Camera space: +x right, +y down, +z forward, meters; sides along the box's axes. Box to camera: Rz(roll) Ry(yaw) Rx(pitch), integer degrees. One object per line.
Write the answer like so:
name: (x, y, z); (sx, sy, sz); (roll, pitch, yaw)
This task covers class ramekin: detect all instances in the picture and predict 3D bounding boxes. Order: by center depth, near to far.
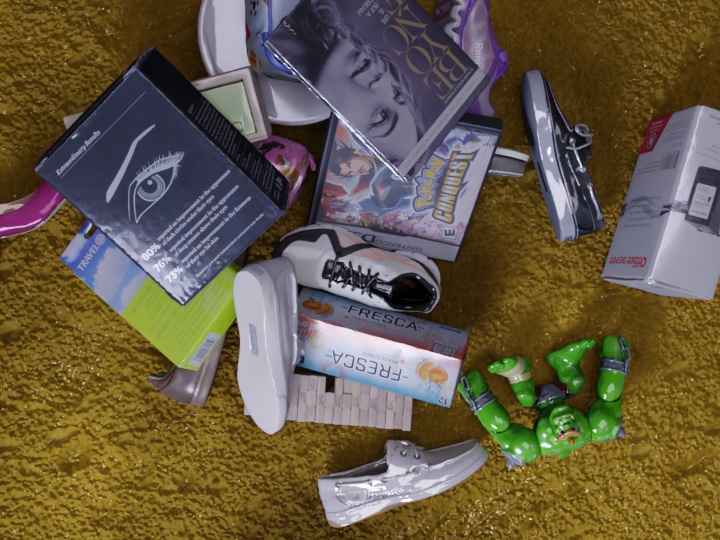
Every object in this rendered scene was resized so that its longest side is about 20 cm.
ramekin: (-0.079, -0.258, 1.295); (0.201, 0.094, 0.204); (0, 91, -7)

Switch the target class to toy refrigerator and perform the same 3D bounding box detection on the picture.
toy refrigerator: (-0.199, -0.151, 1.214); (0.198, 0.070, 0.076); (-14, 102, 3)

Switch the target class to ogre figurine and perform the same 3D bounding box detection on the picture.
ogre figurine: (0.223, 0.151, 1.334); (0.199, 0.098, 0.121); (-10, 73, -21)

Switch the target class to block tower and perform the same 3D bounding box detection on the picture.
block tower: (-0.032, 0.145, 1.324); (0.198, 0.054, 0.058); (4, 91, -5)

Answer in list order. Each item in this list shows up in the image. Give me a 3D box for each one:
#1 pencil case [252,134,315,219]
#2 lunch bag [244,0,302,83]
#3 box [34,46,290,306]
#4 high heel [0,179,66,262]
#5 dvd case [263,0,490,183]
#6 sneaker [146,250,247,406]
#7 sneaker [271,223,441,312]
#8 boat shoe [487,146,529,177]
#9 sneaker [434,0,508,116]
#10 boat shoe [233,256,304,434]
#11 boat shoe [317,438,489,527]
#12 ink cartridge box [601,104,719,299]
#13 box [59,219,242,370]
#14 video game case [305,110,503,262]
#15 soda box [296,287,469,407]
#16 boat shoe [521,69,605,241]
pencil case: (-0.151, -0.132, 1.296); (0.199, 0.087, 0.083); (25, 57, -6)
lunch bag: (-0.037, -0.291, 1.201); (0.159, 0.075, 0.202); (3, 88, -25)
box: (-0.189, -0.093, 1.142); (0.148, 0.104, 0.200); (-40, 106, 14)
high heel: (-0.391, -0.077, 1.275); (0.200, 0.067, 0.096); (-43, 105, -1)
dvd case: (0.021, -0.209, 1.170); (0.200, 0.016, 0.149); (44, 72, -14)
sneaker: (-0.181, 0.048, 1.299); (0.075, 0.070, 0.201); (16, 88, -5)
sneaker: (0.000, 0.000, 1.294); (0.198, 0.080, 0.074); (10, 107, -10)
boat shoe: (0.091, -0.114, 1.326); (0.200, 0.072, 0.061); (3, 89, 1)
sneaker: (0.128, -0.256, 1.330); (0.088, 0.080, 0.202); (8, 95, -13)
boat shoe: (-0.091, 0.078, 1.243); (0.068, 0.072, 0.201); (-24, 118, -37)
boat shoe: (0.047, 0.225, 1.324); (0.199, 0.071, 0.070); (-21, 94, -4)
ink cartridge box: (0.360, -0.072, 1.316); (0.083, 0.145, 0.201); (17, 89, -8)
box: (-0.221, 0.002, 1.271); (0.200, 0.048, 0.122); (38, 93, 21)
video game case: (0.043, -0.099, 1.277); (0.179, 0.201, 0.026); (10, 45, -6)
soda box: (0.017, 0.084, 1.293); (0.199, 0.064, 0.069); (16, 120, 7)
boat shoe: (0.236, -0.137, 1.338); (0.068, 0.074, 0.201); (-16, 92, -1)
